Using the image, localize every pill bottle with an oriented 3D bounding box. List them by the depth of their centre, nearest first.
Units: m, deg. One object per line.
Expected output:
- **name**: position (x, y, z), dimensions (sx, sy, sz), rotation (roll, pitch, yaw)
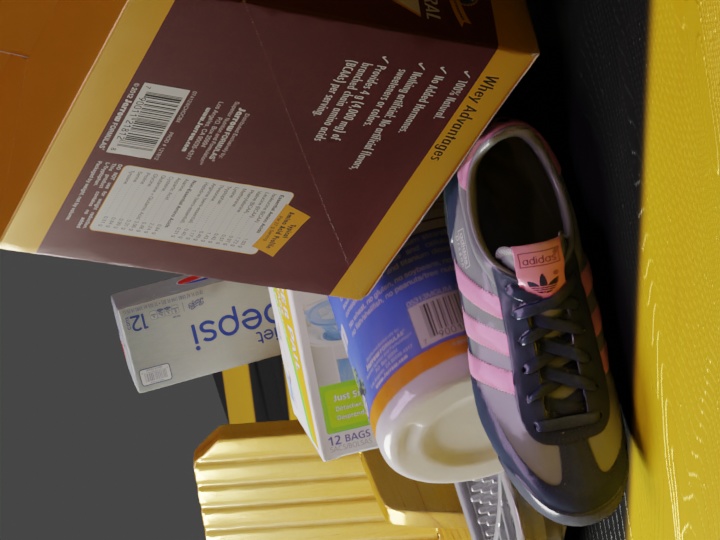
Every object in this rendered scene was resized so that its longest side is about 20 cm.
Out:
- **pill bottle**: position (0.036, 0.002, 1.416), dimensions (0.112, 0.111, 0.201), rotation (88, 166, -54)

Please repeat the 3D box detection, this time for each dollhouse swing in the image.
- **dollhouse swing**: position (-0.007, 0.207, 1.839), dimensions (0.182, 0.175, 0.201), rotation (-113, 13, -50)

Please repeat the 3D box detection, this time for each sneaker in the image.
- **sneaker**: position (0.083, 0.022, 1.281), dimensions (0.082, 0.070, 0.201), rotation (105, 148, -77)

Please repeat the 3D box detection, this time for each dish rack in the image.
- **dish rack**: position (0.079, 0.098, 1.527), dimensions (0.172, 0.043, 0.201), rotation (89, 165, -61)

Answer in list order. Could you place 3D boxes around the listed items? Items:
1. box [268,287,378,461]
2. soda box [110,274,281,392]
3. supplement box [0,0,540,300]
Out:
- **box**: position (0.000, 0.000, 1.664), dimensions (0.101, 0.112, 0.201), rotation (-131, 29, -72)
- **soda box**: position (-0.071, 0.026, 1.879), dimensions (0.068, 0.199, 0.064), rotation (-140, 36, -77)
- **supplement box**: position (-0.055, -0.107, 1.284), dimensions (0.197, 0.199, 0.133), rotation (-55, 36, 44)
